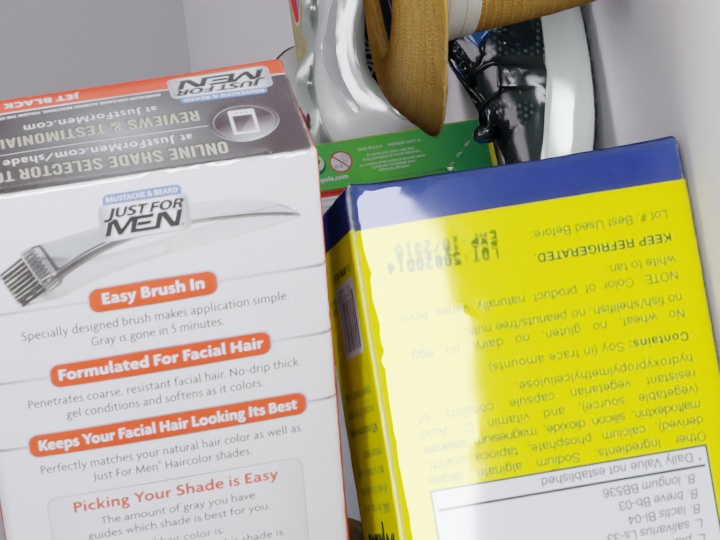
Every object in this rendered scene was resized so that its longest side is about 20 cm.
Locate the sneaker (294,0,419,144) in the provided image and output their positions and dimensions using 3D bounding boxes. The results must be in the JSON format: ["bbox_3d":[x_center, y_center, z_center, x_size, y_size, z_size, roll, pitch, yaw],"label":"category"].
[{"bbox_3d":[0.011,-0.149,1.315,0.088,0.074,0.201,157,107,-64],"label":"sneaker"}]

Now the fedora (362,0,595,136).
[{"bbox_3d":[0.041,-0.143,0.938,0.201,0.082,0.201,176,90,-86],"label":"fedora"}]

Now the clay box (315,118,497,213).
[{"bbox_3d":[0.000,0.000,1.349,0.200,0.115,0.048,94,165,-66],"label":"clay box"}]

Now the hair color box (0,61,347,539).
[{"bbox_3d":[-0.065,0.041,0.946,0.064,0.111,0.200,-110,14,-56],"label":"hair color box"}]

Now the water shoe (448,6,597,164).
[{"bbox_3d":[0.033,-0.106,1.063,0.072,0.079,0.201,104,156,-75],"label":"water shoe"}]

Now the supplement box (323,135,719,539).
[{"bbox_3d":[0.057,0.068,0.951,0.110,0.109,0.201,138,123,-82],"label":"supplement box"}]

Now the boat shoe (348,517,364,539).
[{"bbox_3d":[0.024,0.131,1.054,0.065,0.199,0.073,77,-147,-61],"label":"boat shoe"}]

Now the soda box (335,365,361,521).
[{"bbox_3d":[0.011,0.085,1.215,0.200,0.063,0.068,29,-112,-70],"label":"soda box"}]

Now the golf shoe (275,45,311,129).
[{"bbox_3d":[0.000,-0.074,1.530,0.200,0.077,0.088,-111,33,-52],"label":"golf shoe"}]

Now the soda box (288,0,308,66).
[{"bbox_3d":[-0.008,-0.180,1.403,0.068,0.064,0.201,-130,31,-78],"label":"soda box"}]
